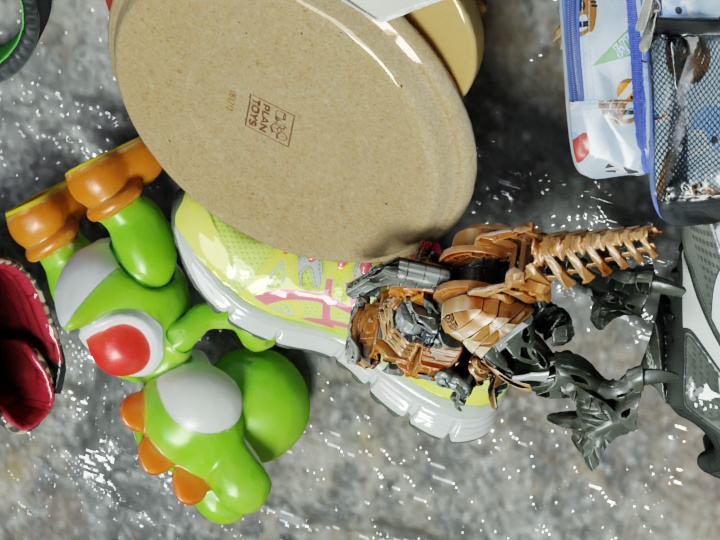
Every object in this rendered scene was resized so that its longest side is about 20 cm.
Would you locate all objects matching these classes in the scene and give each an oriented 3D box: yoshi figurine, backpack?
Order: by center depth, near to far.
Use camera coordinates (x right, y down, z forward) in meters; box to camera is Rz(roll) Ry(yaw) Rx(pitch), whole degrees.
[{"bbox_3d":[0.169,-0.120,1.211,0.153,0.200,0.192,6,102,17],"label":"backpack"},{"bbox_3d":[-0.094,0.032,1.481,0.112,0.112,0.201,-28,91,-7],"label":"yoshi figurine"}]

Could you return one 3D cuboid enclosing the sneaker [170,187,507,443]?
[{"bbox_3d":[0.000,0.000,1.419,0.199,0.078,0.090,29,127,-8],"label":"sneaker"}]

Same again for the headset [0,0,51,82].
[{"bbox_3d":[-0.227,-0.184,1.425,0.123,0.094,0.201,-4,132,21],"label":"headset"}]

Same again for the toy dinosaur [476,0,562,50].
[{"bbox_3d":[0.075,-0.159,1.298,0.106,0.060,0.200,47,125,-5],"label":"toy dinosaur"}]

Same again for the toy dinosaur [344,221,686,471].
[{"bbox_3d":[0.071,0.022,1.305,0.135,0.103,0.200,23,173,-25],"label":"toy dinosaur"}]

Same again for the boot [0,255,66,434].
[{"bbox_3d":[-0.226,0.062,1.527,0.150,0.073,0.201,14,119,42],"label":"boot"}]

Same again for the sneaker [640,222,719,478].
[{"bbox_3d":[0.170,0.024,1.358,0.090,0.067,0.201,-10,116,26],"label":"sneaker"}]

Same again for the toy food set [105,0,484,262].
[{"bbox_3d":[-0.033,-0.085,1.313,0.197,0.049,0.201,16,140,22],"label":"toy food set"}]

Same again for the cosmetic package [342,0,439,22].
[{"bbox_3d":[0.019,-0.222,1.197,0.103,0.201,0.087,-17,152,30],"label":"cosmetic package"}]
